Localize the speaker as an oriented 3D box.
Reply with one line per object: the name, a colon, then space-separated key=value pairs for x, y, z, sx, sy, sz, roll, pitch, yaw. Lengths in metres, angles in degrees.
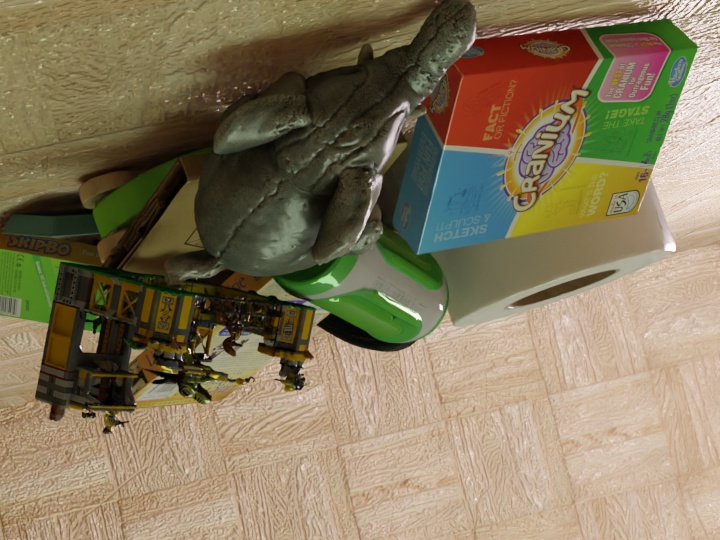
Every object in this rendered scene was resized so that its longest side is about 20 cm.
speaker: x=0.000 y=0.000 z=1.125 sx=0.088 sy=0.089 sz=0.200 roll=-16 pitch=160 yaw=20

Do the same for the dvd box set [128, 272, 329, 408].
dvd box set: x=-0.100 y=0.050 z=1.226 sx=0.200 sy=0.029 sz=0.146 roll=-40 pitch=159 yaw=27

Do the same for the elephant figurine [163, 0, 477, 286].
elephant figurine: x=-0.028 y=-0.076 z=0.902 sx=0.141 sy=0.156 sz=0.200 roll=9 pitch=164 yaw=-18

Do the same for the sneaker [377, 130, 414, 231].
sneaker: x=0.098 y=-0.093 z=1.144 sx=0.200 sy=0.076 sz=0.105 roll=-32 pitch=168 yaw=39

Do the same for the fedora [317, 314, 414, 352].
fedora: x=-0.002 y=-0.009 z=1.507 sx=0.092 sy=0.201 sz=0.200 roll=-49 pitch=-165 yaw=-33

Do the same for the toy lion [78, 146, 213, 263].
toy lion: x=-0.089 y=-0.069 z=1.138 sx=0.191 sy=0.069 sz=0.200 roll=-26 pitch=168 yaw=31

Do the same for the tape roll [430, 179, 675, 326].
tape roll: x=0.164 y=-0.016 z=1.252 sx=0.202 sy=0.071 sz=0.202 roll=-18 pitch=171 yaw=-3

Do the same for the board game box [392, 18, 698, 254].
board game box: x=0.130 y=-0.096 z=1.034 sx=0.199 sy=0.040 sz=0.153 roll=-11 pitch=134 yaw=-26

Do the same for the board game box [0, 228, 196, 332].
board game box: x=-0.224 y=0.016 z=1.222 sx=0.199 sy=0.030 sz=0.096 roll=13 pitch=141 yaw=-8

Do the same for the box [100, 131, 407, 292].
box: x=-0.081 y=-0.045 z=1.090 sx=0.199 sy=0.021 sz=0.163 roll=-11 pitch=157 yaw=-38

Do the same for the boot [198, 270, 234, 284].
boot: x=-0.138 y=-0.022 z=1.326 sx=0.199 sy=0.075 sz=0.107 roll=-10 pitch=-152 yaw=-15

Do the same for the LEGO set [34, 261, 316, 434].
LEGO set: x=-0.132 y=0.067 z=1.030 sx=0.153 sy=0.116 sz=0.200 roll=12 pitch=-178 yaw=28

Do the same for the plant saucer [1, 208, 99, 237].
plant saucer: x=-0.198 y=-0.043 z=1.215 sx=0.070 sy=0.019 sz=0.200 roll=5 pitch=-173 yaw=41

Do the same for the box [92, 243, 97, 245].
box: x=-0.241 y=-0.002 z=1.484 sx=0.142 sy=0.036 sz=0.200 roll=-15 pitch=175 yaw=2
